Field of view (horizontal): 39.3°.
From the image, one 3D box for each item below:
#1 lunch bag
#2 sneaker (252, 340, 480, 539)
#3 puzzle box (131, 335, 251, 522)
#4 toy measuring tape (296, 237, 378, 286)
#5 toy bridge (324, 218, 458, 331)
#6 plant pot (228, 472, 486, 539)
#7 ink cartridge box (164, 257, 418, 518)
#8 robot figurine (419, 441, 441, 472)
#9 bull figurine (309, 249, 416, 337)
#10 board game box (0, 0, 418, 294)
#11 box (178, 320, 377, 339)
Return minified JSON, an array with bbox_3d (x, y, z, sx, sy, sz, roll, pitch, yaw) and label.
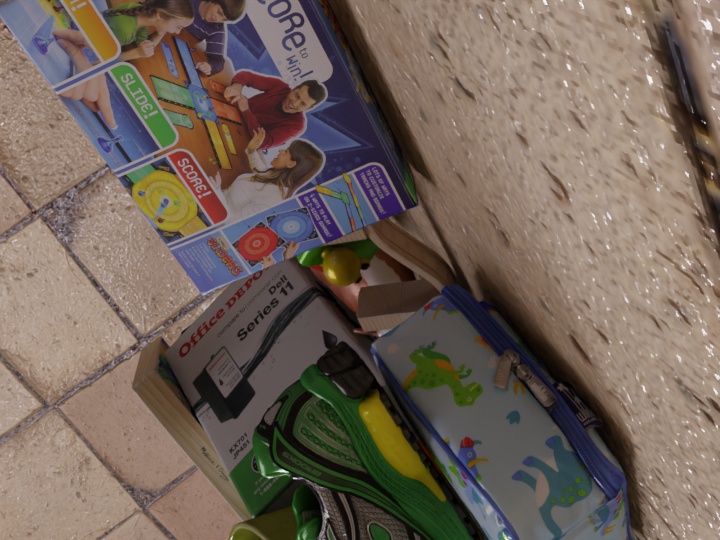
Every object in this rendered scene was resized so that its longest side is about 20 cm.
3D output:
[{"bbox_3d":[0.086,0.109,0.598,0.161,0.082,0.201,51,174,38],"label":"lunch bag"},{"bbox_3d":[0.008,0.134,0.565,0.201,0.085,0.078,57,177,-25],"label":"sneaker"},{"bbox_3d":[-0.123,0.153,0.877,0.201,0.025,0.133,53,177,-13],"label":"puzzle box"},{"bbox_3d":[-0.022,-0.060,0.722,0.201,0.073,0.074,-107,-9,-45],"label":"toy measuring tape"},{"bbox_3d":[0.031,0.022,0.645,0.201,0.066,0.028,63,-155,-47],"label":"toy bridge"},{"bbox_3d":[0.036,0.226,0.714,0.187,0.198,0.189,41,142,43],"label":"plant pot"},{"bbox_3d":[-0.056,0.092,0.813,0.083,0.147,0.200,40,-175,-46],"label":"ink cartridge box"},{"bbox_3d":[0.048,0.247,0.988,0.145,0.115,0.202,111,149,-45],"label":"robot figurine"},{"bbox_3d":[0.000,0.000,0.791,0.201,0.065,0.122,55,177,17],"label":"bull figurine"},{"bbox_3d":[-0.069,-0.089,0.500,0.035,0.134,0.201,-96,-19,-51],"label":"board game box"},{"bbox_3d":[-0.050,0.068,0.932,0.193,0.199,0.048,50,176,46],"label":"box"}]
